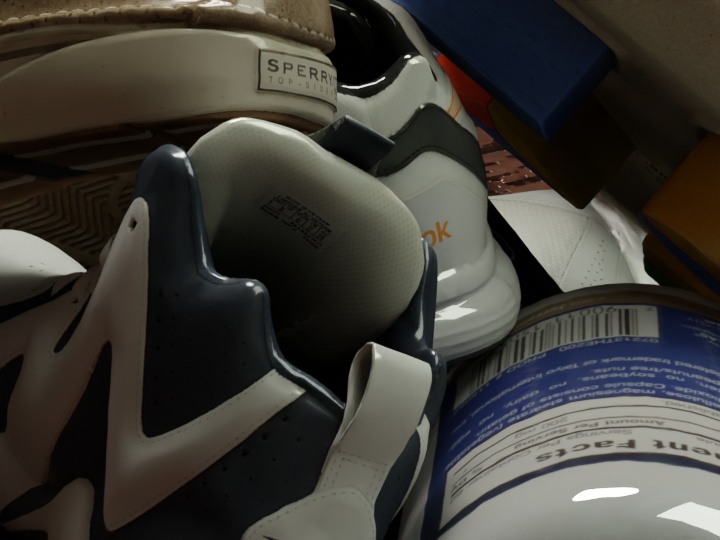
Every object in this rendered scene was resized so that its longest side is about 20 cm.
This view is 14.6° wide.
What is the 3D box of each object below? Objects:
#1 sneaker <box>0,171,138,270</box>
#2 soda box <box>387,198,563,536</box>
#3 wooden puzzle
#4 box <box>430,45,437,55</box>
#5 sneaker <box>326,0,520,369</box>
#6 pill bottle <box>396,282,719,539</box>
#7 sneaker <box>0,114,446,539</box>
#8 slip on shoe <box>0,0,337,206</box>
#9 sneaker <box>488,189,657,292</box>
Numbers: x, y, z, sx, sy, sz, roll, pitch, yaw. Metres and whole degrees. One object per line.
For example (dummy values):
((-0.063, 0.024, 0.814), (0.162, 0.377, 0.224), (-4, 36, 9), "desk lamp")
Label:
((-0.133, -0.066, 0.764), (0.200, 0.071, 0.113), (37, 11, -36), "sneaker")
((0.000, 0.000, 0.816), (0.063, 0.071, 0.200), (21, 19, -29), "soda box")
((0.073, -0.034, 0.735), (0.185, 0.046, 0.200), (42, -6, 11), "wooden puzzle")
((-0.055, -0.093, 1.034), (0.199, 0.050, 0.199), (28, 16, 0), "box")
((-0.006, -0.046, 0.722), (0.073, 0.080, 0.200), (-16, 24, -9), "sneaker")
((0.059, 0.082, 0.609), (0.111, 0.111, 0.200), (28, 17, -4), "pill bottle")
((-0.037, 0.011, 0.627), (0.079, 0.130, 0.199), (22, 18, -25), "sneaker")
((-0.097, -0.049, 0.647), (0.199, 0.061, 0.076), (-8, -9, 32), "slip on shoe")
((0.068, 0.042, 0.840), (0.092, 0.076, 0.200), (-2, 31, -17), "sneaker")
